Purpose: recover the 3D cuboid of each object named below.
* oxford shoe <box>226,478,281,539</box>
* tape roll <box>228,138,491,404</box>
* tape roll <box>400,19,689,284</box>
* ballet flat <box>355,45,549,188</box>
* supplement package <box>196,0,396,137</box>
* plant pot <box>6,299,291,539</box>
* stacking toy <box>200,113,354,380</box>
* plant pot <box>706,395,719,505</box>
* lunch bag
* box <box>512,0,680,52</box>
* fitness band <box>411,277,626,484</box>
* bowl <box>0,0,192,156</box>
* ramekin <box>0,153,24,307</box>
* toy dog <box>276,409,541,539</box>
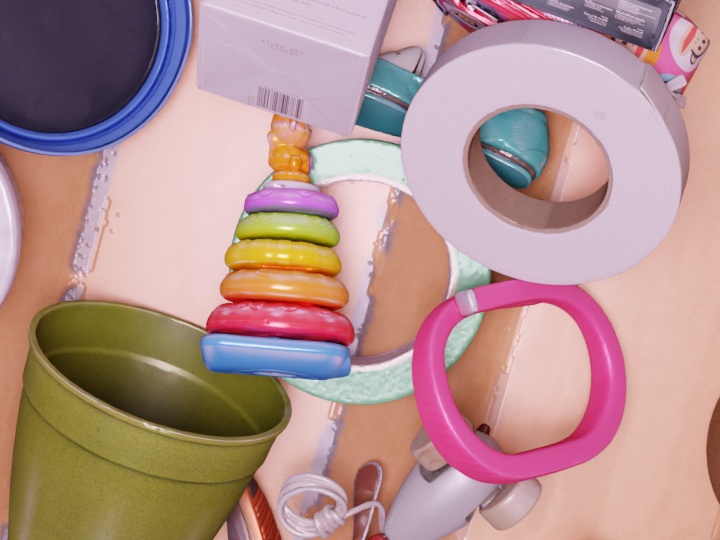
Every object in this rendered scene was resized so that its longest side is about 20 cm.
[{"bbox_3d":[-0.093,0.258,1.188,0.072,0.071,0.202,-7,95,7],"label":"oxford shoe"},{"bbox_3d":[0.000,0.000,1.173,0.199,0.048,0.202,0,94,2],"label":"tape roll"},{"bbox_3d":[0.127,-0.079,1.063,0.201,0.037,0.204,12,131,14],"label":"tape roll"},{"bbox_3d":[0.052,-0.128,1.159,0.199,0.067,0.071,22,71,0],"label":"ballet flat"},{"bbox_3d":[-0.028,-0.221,1.081,0.120,0.120,0.201,18,67,1],"label":"supplement package"},{"bbox_3d":[-0.176,0.154,1.134,0.199,0.200,0.194,22,107,0],"label":"plant pot"},{"bbox_3d":[-0.054,-0.024,1.110,0.109,0.116,0.202,4,81,-4],"label":"stacking toy"},{"bbox_3d":[0.358,0.148,1.098,0.185,0.200,0.188,0,95,3],"label":"plant pot"},{"bbox_3d":[0.148,-0.182,1.086,0.199,0.176,0.082,30,91,1],"label":"lunch bag"},{"bbox_3d":[0.128,-0.239,0.999,0.199,0.046,0.159,22,54,11],"label":"box"},{"bbox_3d":[0.121,0.079,1.123,0.199,0.037,0.145,-8,81,-41],"label":"fitness band"},{"bbox_3d":[-0.225,-0.186,1.133,0.199,0.039,0.202,-3,98,-23],"label":"bowl"},{"bbox_3d":[-0.346,-0.033,1.152,0.201,0.094,0.204,0,100,1],"label":"ramekin"},{"bbox_3d":[0.044,0.177,1.179,0.199,0.096,0.133,-21,102,17],"label":"toy dog"}]
